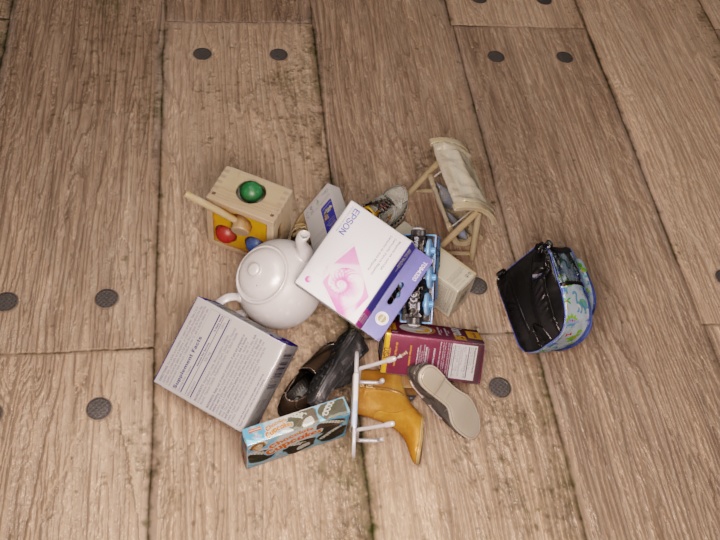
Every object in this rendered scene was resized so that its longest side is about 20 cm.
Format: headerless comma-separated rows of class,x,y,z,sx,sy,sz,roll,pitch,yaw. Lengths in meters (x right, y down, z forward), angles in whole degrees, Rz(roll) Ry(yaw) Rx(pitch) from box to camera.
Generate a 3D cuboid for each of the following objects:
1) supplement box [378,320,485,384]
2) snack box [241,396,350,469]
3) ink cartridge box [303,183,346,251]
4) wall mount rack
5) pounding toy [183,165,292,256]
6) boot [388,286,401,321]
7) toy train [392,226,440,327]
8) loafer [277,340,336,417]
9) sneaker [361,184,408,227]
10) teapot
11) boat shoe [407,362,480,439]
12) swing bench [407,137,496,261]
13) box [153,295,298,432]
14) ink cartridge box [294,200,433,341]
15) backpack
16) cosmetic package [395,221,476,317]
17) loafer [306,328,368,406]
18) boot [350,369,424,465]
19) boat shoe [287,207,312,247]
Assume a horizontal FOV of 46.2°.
supplement box,0.140,0.161,1.687,0.199,0.086,0.110,7,11,-3
snack box,-0.121,0.302,1.564,0.199,0.116,0.037,-16,60,-17
ink cartridge box,-0.064,-0.080,1.782,0.039,0.099,0.200,19,40,-35
wall mount rack,0.021,0.237,1.534,0.074,0.174,0.201,2,68,-2
pounding toy,-0.257,-0.118,1.788,0.184,0.200,0.142,21,55,7
boot,0.003,0.042,1.789,0.150,0.073,0.200,-18,60,-18
toy train,0.118,0.014,1.705,0.086,0.114,0.201,1,87,17
loafer,-0.087,0.210,1.660,0.073,0.071,0.200,29,57,13
sneaker,0.041,-0.123,1.893,0.078,0.082,0.200,35,65,16
teapot,-0.182,0.021,1.697,0.197,0.146,0.201,7,79,29
boat shoe,0.163,0.249,1.636,0.067,0.057,0.200,-49,115,-19
swing bench,0.206,-0.155,1.866,0.129,0.200,0.199,-1,55,-20
box,-0.252,0.175,1.594,0.200,0.105,0.184,28,89,11
ink cartridge box,0.008,0.000,1.621,0.200,0.043,0.197,33,84,5
backpack,0.400,0.067,1.761,0.146,0.183,0.201,4,62,-30
cosmetic package,0.142,-0.003,1.821,0.200,0.104,0.073,39,57,17
loafer,-0.038,0.194,1.625,0.070,0.068,0.201,45,43,-11
boot,0.051,0.282,1.638,0.143,0.071,0.202,1,52,1
boat shoe,-0.123,-0.070,1.854,0.071,0.065,0.201,12,54,1
